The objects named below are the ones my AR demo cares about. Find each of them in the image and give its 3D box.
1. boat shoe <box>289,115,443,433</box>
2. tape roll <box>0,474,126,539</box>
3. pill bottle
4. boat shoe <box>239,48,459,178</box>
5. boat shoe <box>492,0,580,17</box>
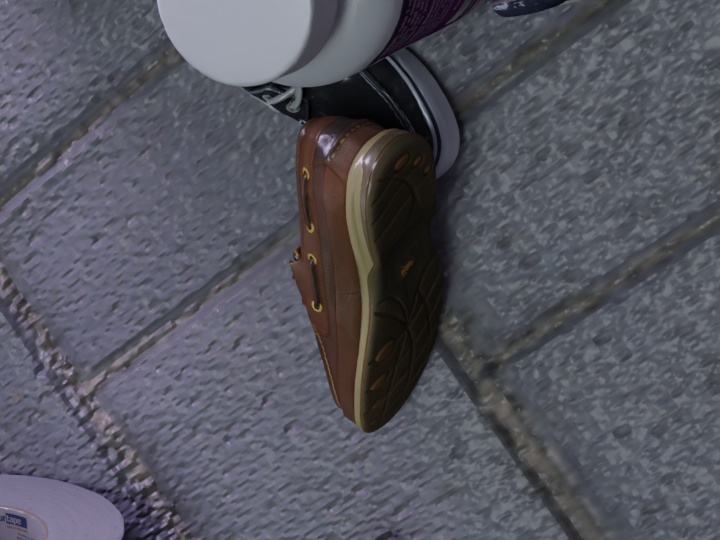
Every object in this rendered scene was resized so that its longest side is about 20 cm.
[{"bbox_3d":[0.000,0.000,1.119,0.067,0.072,0.200,25,136,29],"label":"boat shoe"},{"bbox_3d":[-0.240,0.193,1.250,0.200,0.200,0.066,8,110,26],"label":"tape roll"},{"bbox_3d":[-0.013,-0.153,1.003,0.112,0.200,0.113,10,112,25],"label":"pill bottle"},{"bbox_3d":[-0.036,-0.114,1.107,0.200,0.068,0.072,44,122,7],"label":"boat shoe"},{"bbox_3d":[0.146,-0.172,0.975,0.200,0.093,0.075,-24,96,33],"label":"boat shoe"}]
